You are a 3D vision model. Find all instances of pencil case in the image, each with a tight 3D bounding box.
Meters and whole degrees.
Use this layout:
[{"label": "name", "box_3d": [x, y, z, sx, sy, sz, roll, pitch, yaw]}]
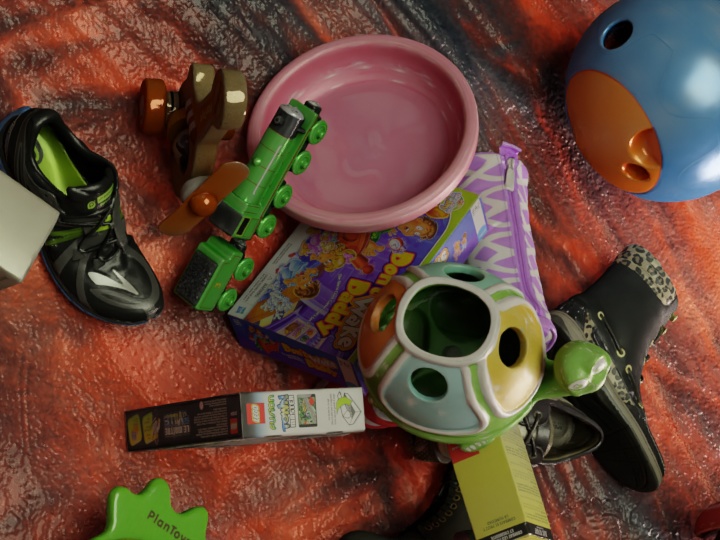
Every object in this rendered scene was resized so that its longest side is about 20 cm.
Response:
[{"label": "pencil case", "box_3d": [0.126, -0.015, 1.720, 0.084, 0.085, 0.201, 18, 50, -35]}]

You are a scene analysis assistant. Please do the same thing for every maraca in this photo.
[{"label": "maraca", "box_3d": [-0.182, 0.261, 1.500, 0.137, 0.107, 0.201, 40, 63, -30]}]

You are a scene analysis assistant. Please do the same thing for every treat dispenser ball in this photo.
[{"label": "treat dispenser ball", "box_3d": [0.291, -0.165, 1.818, 0.200, 0.200, 0.203, 6, 80, -32]}]

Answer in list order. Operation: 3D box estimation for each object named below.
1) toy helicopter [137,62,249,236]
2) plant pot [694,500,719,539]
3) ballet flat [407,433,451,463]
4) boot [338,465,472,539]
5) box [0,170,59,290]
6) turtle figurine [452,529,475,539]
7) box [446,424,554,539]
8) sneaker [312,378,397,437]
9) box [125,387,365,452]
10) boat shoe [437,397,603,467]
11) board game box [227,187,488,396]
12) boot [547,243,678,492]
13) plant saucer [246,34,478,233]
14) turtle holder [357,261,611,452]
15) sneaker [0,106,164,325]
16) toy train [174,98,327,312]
[{"label": "toy helicopter", "box_3d": [-0.125, -0.105, 1.540, 0.078, 0.200, 0.133, 4, 77, -17]}, {"label": "plant pot", "box_3d": [0.415, 0.306, 1.833, 0.199, 0.200, 0.184, 6, 72, -32]}, {"label": "ballet flat", "box_3d": [0.096, 0.090, 1.748, 0.201, 0.046, 0.068, -60, 136, -28]}, {"label": "boot", "box_3d": [0.058, 0.219, 1.691, 0.199, 0.077, 0.139, 26, 65, -41]}, {"label": "box", "box_3d": [-0.336, -0.066, 1.467, 0.200, 0.082, 0.069, 37, 64, -22]}, {"label": "turtle figurine", "box_3d": [0.072, 0.323, 1.590, 0.201, 0.100, 0.150, -63, 151, -28]}, {"label": "box", "box_3d": [0.100, 0.134, 1.589, 0.075, 0.050, 0.201, 27, 44, -65]}, {"label": "sneaker", "box_3d": [0.051, 0.072, 1.677, 0.200, 0.112, 0.071, -44, 107, -30]}, {"label": "box", "box_3d": [-0.094, 0.119, 1.523, 0.109, 0.200, 0.035, 0, 83, -33]}, {"label": "boat shoe", "box_3d": [0.146, 0.141, 1.727, 0.199, 0.065, 0.073, 7, 94, -50]}, {"label": "board game box", "box_3d": [0.000, 0.000, 1.643, 0.200, 0.134, 0.045, -52, 145, -28]}, {"label": "boot", "box_3d": [0.262, 0.091, 1.838, 0.154, 0.073, 0.204, -41, 106, -34]}, {"label": "plant saucer", "box_3d": [0.004, -0.111, 1.658, 0.201, 0.199, 0.051, -59, 158, -25]}, {"label": "turtle holder", "box_3d": [0.085, 0.070, 1.499, 0.185, 0.132, 0.141, 40, 78, 16]}, {"label": "sneaker", "box_3d": [-0.221, -0.041, 1.536, 0.071, 0.083, 0.200, -37, 103, -31]}, {"label": "toy train", "box_3d": [-0.091, -0.053, 1.589, 0.056, 0.042, 0.201, 8, 113, -60]}]
